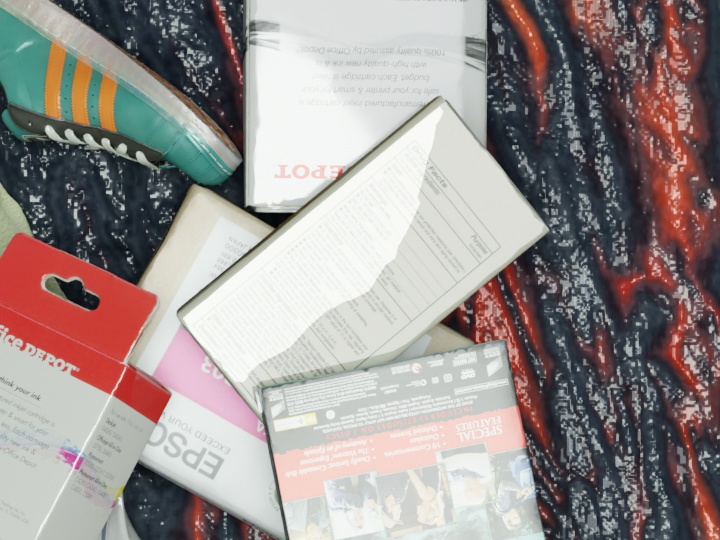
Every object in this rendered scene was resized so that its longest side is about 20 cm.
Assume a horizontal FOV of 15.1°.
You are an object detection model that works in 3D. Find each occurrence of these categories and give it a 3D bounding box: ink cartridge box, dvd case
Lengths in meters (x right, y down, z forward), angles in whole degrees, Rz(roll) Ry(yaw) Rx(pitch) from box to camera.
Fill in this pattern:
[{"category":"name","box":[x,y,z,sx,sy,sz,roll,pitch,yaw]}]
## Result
[{"category":"ink cartridge box","box":[-0.190,0.093,1.554,0.116,0.067,0.200,24,81,27]},{"category":"ink cartridge box","box":[-0.056,0.066,1.650,0.200,0.075,0.165,29,85,-4]},{"category":"ink cartridge box","box":[0.001,-0.135,1.652,0.146,0.086,0.201,1,91,-5]},{"category":"dvd case","box":[0.031,0.150,1.519,0.146,0.022,0.201,-12,82,0]}]

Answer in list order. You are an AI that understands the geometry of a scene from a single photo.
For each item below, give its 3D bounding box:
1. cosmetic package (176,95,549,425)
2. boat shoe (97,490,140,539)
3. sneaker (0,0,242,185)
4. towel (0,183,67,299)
[{"category":"cosmetic package","box":[0.000,0.000,1.576,0.200,0.071,0.105,-38,94,-1]},{"category":"boat shoe","box":[-0.141,0.191,1.630,0.065,0.074,0.201,-4,114,-8]},{"category":"sneaker","box":[-0.163,-0.098,1.638,0.200,0.071,0.080,35,92,17]},{"category":"towel","box":[-0.268,0.007,1.602,0.200,0.036,0.149,-33,90,-44]}]
